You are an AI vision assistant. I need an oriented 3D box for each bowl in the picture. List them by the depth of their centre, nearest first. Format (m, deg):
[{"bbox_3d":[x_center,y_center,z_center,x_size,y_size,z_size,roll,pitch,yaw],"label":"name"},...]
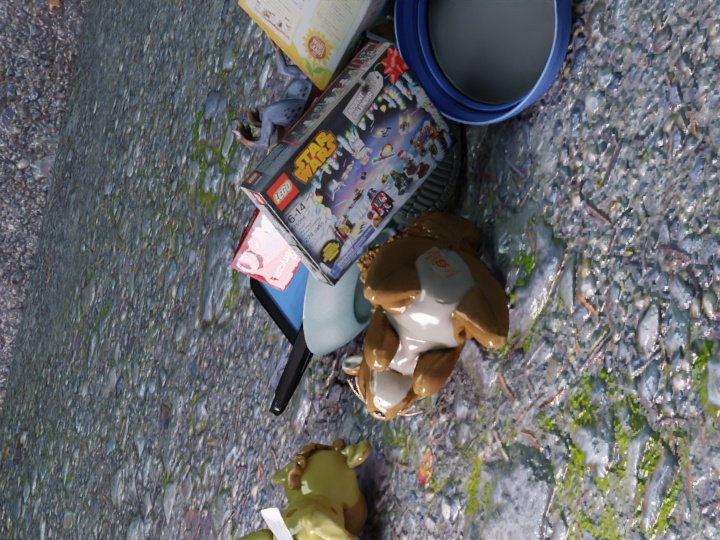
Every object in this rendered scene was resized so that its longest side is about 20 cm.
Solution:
[{"bbox_3d":[0.119,-0.245,1.439,0.199,0.039,0.203,10,106,41],"label":"bowl"}]

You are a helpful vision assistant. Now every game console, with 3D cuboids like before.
[{"bbox_3d":[-0.089,0.032,1.706,0.201,0.115,0.177,113,-177,-45],"label":"game console"}]

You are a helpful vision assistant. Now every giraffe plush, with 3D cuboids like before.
[{"bbox_3d":[-0.050,0.263,1.555,0.163,0.170,0.202,-70,-20,-50],"label":"giraffe plush"}]

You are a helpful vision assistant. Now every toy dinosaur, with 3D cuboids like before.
[{"bbox_3d":[-0.053,-0.203,1.673,0.180,0.202,0.105,-26,5,23],"label":"toy dinosaur"}]

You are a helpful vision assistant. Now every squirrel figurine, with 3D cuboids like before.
[{"bbox_3d":[0.055,0.048,1.472,0.201,0.140,0.188,-83,10,-47],"label":"squirrel figurine"}]

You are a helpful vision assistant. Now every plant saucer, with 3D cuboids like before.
[{"bbox_3d":[0.000,0.000,1.593,0.201,0.038,0.203,17,-90,-71],"label":"plant saucer"}]

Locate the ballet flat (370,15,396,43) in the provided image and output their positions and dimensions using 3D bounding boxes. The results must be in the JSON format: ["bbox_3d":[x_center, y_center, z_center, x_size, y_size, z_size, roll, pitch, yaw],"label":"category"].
[{"bbox_3d":[0.034,-0.254,1.644,0.063,0.068,0.200,62,-176,-10],"label":"ballet flat"}]

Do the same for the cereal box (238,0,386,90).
[{"bbox_3d":[-0.038,-0.303,1.522,0.144,0.039,0.201,48,136,13],"label":"cereal box"}]

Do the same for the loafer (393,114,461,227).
[{"bbox_3d":[0.069,-0.133,1.576,0.070,0.074,0.202,124,162,-69],"label":"loafer"}]

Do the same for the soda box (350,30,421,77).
[{"bbox_3d":[-0.002,-0.157,1.576,0.201,0.070,0.064,120,168,-52],"label":"soda box"}]

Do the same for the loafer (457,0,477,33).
[{"bbox_3d":[0.147,-0.303,1.489,0.071,0.067,0.202,-80,7,-67],"label":"loafer"}]

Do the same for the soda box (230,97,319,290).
[{"bbox_3d":[-0.064,-0.077,1.551,0.201,0.069,0.064,-59,10,33],"label":"soda box"}]

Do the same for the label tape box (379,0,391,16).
[{"bbox_3d":[-0.001,-0.308,1.791,0.200,0.066,0.144,-64,-3,-67],"label":"label tape box"}]

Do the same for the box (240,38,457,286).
[{"bbox_3d":[-0.007,-0.104,1.441,0.200,0.137,0.040,-50,36,-14],"label":"box"}]
